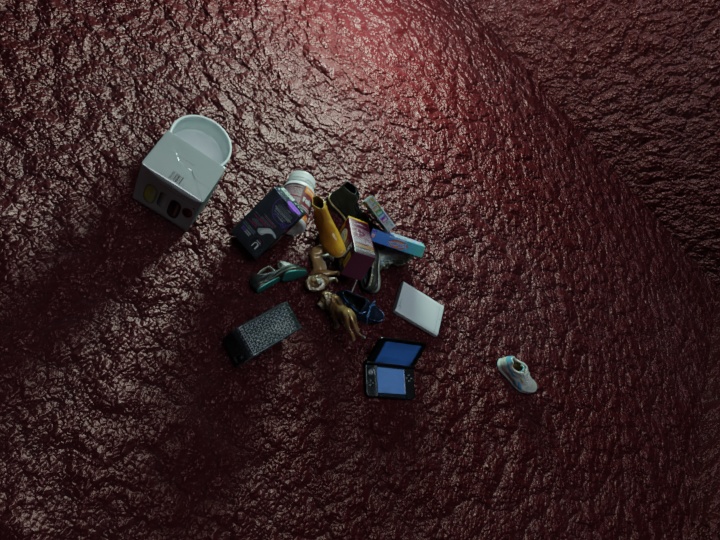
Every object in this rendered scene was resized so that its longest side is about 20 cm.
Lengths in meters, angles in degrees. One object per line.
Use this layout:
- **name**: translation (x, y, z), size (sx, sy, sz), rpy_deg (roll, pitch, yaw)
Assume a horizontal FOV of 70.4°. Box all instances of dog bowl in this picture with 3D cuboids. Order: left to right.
- **dog bowl**: translation (-0.524, -0.395, 1.649), size (0.198, 0.079, 0.202), rpy_deg (13, 63, -28)

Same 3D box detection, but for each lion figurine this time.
- **lion figurine**: translation (-0.139, -0.017, 1.742), size (0.121, 0.073, 0.202), rpy_deg (-1, 55, -19)
- **lion figurine**: translation (-0.056, 0.141, 1.655), size (0.072, 0.199, 0.124), rpy_deg (-28, 121, -32)

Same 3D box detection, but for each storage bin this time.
- **storage bin**: translation (-0.289, 0.186, 1.503), size (0.199, 0.135, 0.094), rpy_deg (-30, 86, -38)

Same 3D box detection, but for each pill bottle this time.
- **pill bottle**: translation (-0.221, -0.233, 1.747), size (0.113, 0.114, 0.202), rpy_deg (24, 59, -21)

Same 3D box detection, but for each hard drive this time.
- **hard drive**: translation (0.219, 0.145, 1.914), size (0.199, 0.027, 0.133), rpy_deg (31, 56, -17)

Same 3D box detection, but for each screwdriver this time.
- **screwdriver**: translation (0.000, 0.000, 1.788), size (0.028, 0.029, 0.202), rpy_deg (22, 82, 23)

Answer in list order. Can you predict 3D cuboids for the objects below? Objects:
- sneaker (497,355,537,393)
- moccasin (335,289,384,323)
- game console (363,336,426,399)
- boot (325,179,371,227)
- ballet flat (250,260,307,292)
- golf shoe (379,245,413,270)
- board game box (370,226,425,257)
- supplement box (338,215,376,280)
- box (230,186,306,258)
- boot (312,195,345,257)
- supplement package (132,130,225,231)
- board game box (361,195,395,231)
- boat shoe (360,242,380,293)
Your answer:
- **sneaker**: translation (0.635, 0.416, 2.024), size (0.200, 0.081, 0.077), rpy_deg (40, 52, -13)
- **moccasin**: translation (0.002, 0.129, 1.756), size (0.198, 0.068, 0.081), rpy_deg (23, 58, -22)
- **game console**: translation (0.122, 0.332, 1.712), size (0.198, 0.116, 0.178), rpy_deg (11, 63, -27)
- **boot**: translation (-0.016, -0.231, 1.861), size (0.199, 0.138, 0.078), rpy_deg (33, 55, -17)
- **ballet flat**: translation (-0.265, 0.007, 1.646), size (0.199, 0.068, 0.069), rpy_deg (-20, 68, -37)
- **golf shoe**: translation (0.124, -0.065, 1.920), size (0.198, 0.078, 0.098), rpy_deg (-11, 69, -37)
- **board game box**: translation (0.130, -0.105, 1.860), size (0.198, 0.152, 0.045), rpy_deg (18, 99, 0)
- **supplement box**: translation (-0.020, -0.078, 1.765), size (0.085, 0.111, 0.201), rpy_deg (18, 36, -24)
- **box**: translation (-0.287, -0.153, 1.608), size (0.122, 0.200, 0.106), rpy_deg (48, 12, -5)
- **boot**: translation (-0.115, -0.149, 1.713), size (0.070, 0.145, 0.202), rpy_deg (-23, 48, -11)
- **supplement package**: translation (-0.537, -0.257, 1.504), size (0.190, 0.200, 0.148), rpy_deg (33, 56, -15)
- **board game box**: translation (0.064, -0.210, 1.874), size (0.034, 0.200, 0.135), rpy_deg (-38, 97, 2)
- **boat shoe**: translation (0.030, -0.022, 1.832), size (0.060, 0.071, 0.204), rpy_deg (17, 60, -50)
